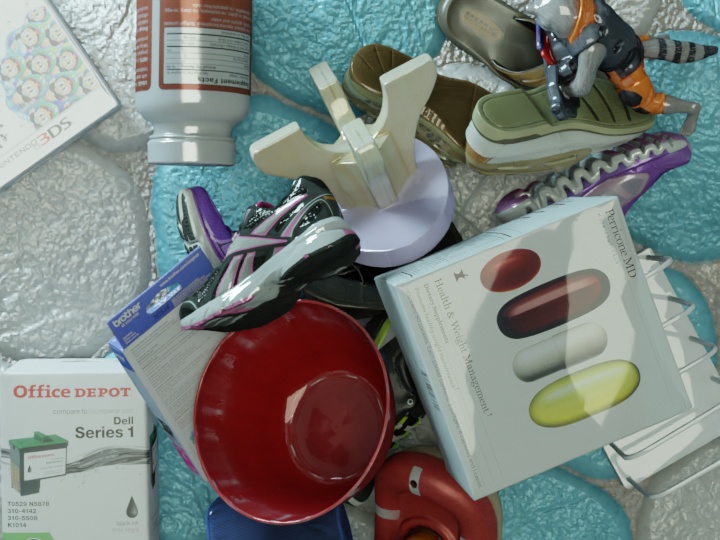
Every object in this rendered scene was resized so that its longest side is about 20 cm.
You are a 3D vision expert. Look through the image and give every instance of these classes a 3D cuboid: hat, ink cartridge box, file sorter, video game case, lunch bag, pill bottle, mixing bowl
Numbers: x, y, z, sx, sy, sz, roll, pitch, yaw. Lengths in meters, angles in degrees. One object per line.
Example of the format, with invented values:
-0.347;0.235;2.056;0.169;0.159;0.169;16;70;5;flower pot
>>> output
0.000;0.000;1.304;0.198;0.202;0.082;10;128;-2;hat
-0.155;0.086;1.281;0.119;0.042;0.201;-40;123;-22;ink cartridge box
0.279;0.101;1.310;0.138;0.125;0.201;-29;93;0;file sorter
-0.364;-0.193;1.330;0.181;0.024;0.201;-35;92;0;video game case
-0.065;0.306;1.266;0.134;0.201;0.133;-11;124;1;lunch bag
-0.271;0.189;1.316;0.144;0.084;0.202;-1;93;-2;ink cartridge box
-0.159;-0.201;1.292;0.111;0.112;0.202;2;93;-2;pill bottle
-0.044;0.136;1.253;0.198;0.108;0.202;-7;73;23;mixing bowl

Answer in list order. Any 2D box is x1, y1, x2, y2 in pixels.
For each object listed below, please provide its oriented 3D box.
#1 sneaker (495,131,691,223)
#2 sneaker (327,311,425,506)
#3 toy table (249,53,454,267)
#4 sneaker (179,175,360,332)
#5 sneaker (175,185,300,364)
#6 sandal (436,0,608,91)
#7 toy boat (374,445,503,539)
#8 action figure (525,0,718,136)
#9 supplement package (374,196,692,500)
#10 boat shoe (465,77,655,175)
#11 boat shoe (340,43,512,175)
0.236;-0.067;1.330;0.199;0.081;0.089;-26;99;4;sneaker
0.029;0.136;1.316;0.082;0.072;0.202;14;92;27;sneaker
0.004;-0.105;1.233;0.183;0.200;0.118;-34;125;-10;toy table
-0.084;-0.013;1.196;0.199;0.080;0.087;-31;66;29;sneaker
-0.109;-0.004;1.330;0.083;0.081;0.201;-39;103;-14;sneaker
0.168;-0.218;1.327;0.199;0.055;0.082;31;91;-8;sandal
0.055;0.269;1.276;0.129;0.130;0.202;14;114;31;toy boat
0.233;-0.230;1.274;0.192;0.104;0.202;18;56;-35;action figure
0.142;0.060;1.161;0.198;0.147;0.193;-22;95;-5;supplement package
0.188;-0.135;1.300;0.198;0.069;0.075;-5;51;-23;boat shoe
0.075;-0.153;1.333;0.199;0.063;0.074;31;65;-5;boat shoe
